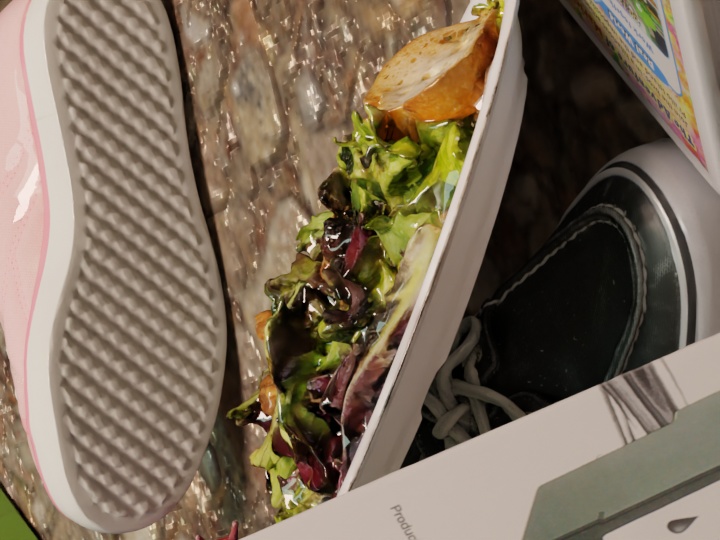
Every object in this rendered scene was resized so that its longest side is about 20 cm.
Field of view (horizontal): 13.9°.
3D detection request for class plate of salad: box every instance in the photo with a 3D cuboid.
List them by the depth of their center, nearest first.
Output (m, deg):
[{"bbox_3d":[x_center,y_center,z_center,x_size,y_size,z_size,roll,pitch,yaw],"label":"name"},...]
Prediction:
[{"bbox_3d":[0.000,0.000,0.836,0.200,0.048,0.201,-160,90,-84],"label":"plate of salad"}]

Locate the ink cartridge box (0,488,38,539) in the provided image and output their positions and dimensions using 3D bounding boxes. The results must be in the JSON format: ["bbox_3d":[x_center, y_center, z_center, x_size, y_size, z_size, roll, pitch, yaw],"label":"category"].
[{"bbox_3d":[-0.191,0.187,1.274,0.148,0.075,0.201,47,138,40],"label":"ink cartridge box"}]

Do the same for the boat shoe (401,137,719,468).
[{"bbox_3d":[0.046,0.044,0.848,0.074,0.068,0.200,60,145,27],"label":"boat shoe"}]

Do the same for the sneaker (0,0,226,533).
[{"bbox_3d":[-0.108,-0.005,1.074,0.104,0.075,0.201,-10,84,54],"label":"sneaker"}]

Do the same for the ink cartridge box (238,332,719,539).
[{"bbox_3d":[0.063,0.097,0.685,0.084,0.199,0.146,58,162,32],"label":"ink cartridge box"}]

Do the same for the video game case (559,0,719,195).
[{"bbox_3d":[0.038,-0.136,0.761,0.200,0.024,0.182,55,173,33],"label":"video game case"}]

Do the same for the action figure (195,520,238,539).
[{"bbox_3d":[-0.027,0.119,1.014,0.066,0.052,0.200,65,149,15],"label":"action figure"}]
